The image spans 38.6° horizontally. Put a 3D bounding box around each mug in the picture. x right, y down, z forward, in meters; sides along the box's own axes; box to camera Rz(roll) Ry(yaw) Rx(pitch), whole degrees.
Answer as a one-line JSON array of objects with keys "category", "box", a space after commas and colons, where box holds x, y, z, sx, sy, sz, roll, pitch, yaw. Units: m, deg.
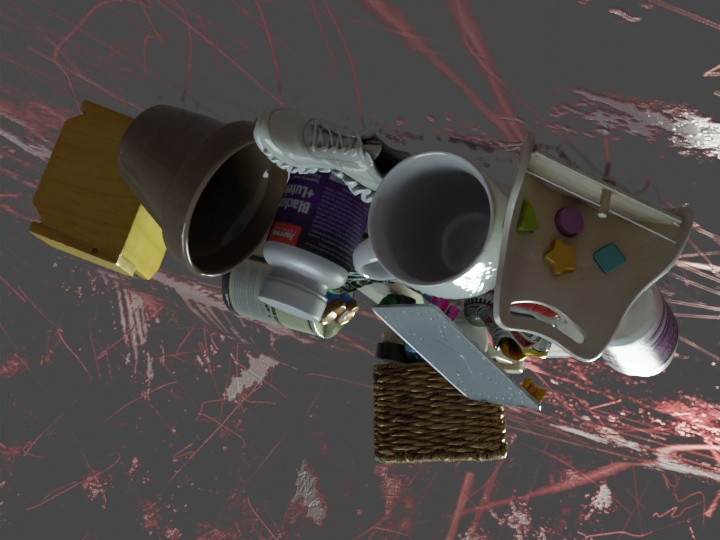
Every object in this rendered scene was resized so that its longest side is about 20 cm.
[{"category": "mug", "box": [0.085, -0.033, 1.175, 0.197, 0.150, 0.175, -19, 163, 20]}]

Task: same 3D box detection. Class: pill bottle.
[{"category": "pill bottle", "box": [-0.054, -0.046, 1.255, 0.110, 0.203, 0.111, 19, 171, 3]}, {"category": "pill bottle", "box": [0.355, 0.073, 1.351, 0.111, 0.114, 0.200, 12, 166, 31]}]

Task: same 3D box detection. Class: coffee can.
[{"category": "coffee can", "box": [-0.130, 0.029, 1.856, 0.197, 0.149, 0.146, 13, 167, 28]}]

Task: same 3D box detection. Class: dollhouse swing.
[{"category": "dollhouse swing", "box": [-0.359, -0.105, 1.503, 0.179, 0.203, 0.176, 20, 169, -6]}]

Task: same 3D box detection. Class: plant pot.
[{"category": "plant pot", "box": [-0.209, -0.120, 1.297, 0.174, 0.202, 0.200, 33, 175, 25]}]

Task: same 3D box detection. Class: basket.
[{"category": "basket", "box": [0.118, 0.221, 1.544, 0.196, 0.152, 0.143, -4, 162, 5]}]

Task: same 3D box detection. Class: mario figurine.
[{"category": "mario figurine", "box": [-0.090, 0.005, 1.632, 0.201, 0.105, 0.124, 57, 168, 23]}]

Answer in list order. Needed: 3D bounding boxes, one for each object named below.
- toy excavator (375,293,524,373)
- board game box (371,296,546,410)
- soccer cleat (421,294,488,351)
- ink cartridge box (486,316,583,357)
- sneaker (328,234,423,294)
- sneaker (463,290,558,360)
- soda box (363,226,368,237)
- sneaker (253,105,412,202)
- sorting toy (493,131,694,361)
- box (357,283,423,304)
[{"category": "toy excavator", "box": [0.143, 0.117, 1.585, 0.197, 0.102, 0.194, 7, 166, 21]}, {"category": "board game box", "box": [0.125, 0.103, 1.341, 0.200, 0.026, 0.199, 43, 164, -15]}, {"category": "soccer cleat", "box": [0.116, 0.027, 1.418, 0.069, 0.202, 0.087, -23, 161, -14]}, {"category": "ink cartridge box", "box": [0.236, 0.054, 1.530, 0.198, 0.084, 0.146, 24, 167, -17]}, {"category": "sneaker", "box": [0.000, 0.000, 1.355, 0.197, 0.086, 0.078, 15, 166, 20]}, {"category": "sneaker", "box": [0.181, 0.068, 1.302, 0.077, 0.084, 0.200, 10, 178, -17]}, {"category": "soda box", "box": [0.027, -0.068, 1.373, 0.068, 0.064, 0.198, 30, 164, -36]}, {"category": "sneaker", "box": [-0.026, -0.139, 1.152, 0.198, 0.076, 0.081, 17, 163, -32]}, {"category": "sorting toy", "box": [0.210, -0.011, 1.045, 0.197, 0.183, 0.107, 23, 168, -14]}, {"category": "box", "box": [0.045, 0.005, 1.632, 0.094, 0.079, 0.200, 12, 166, 31]}]
